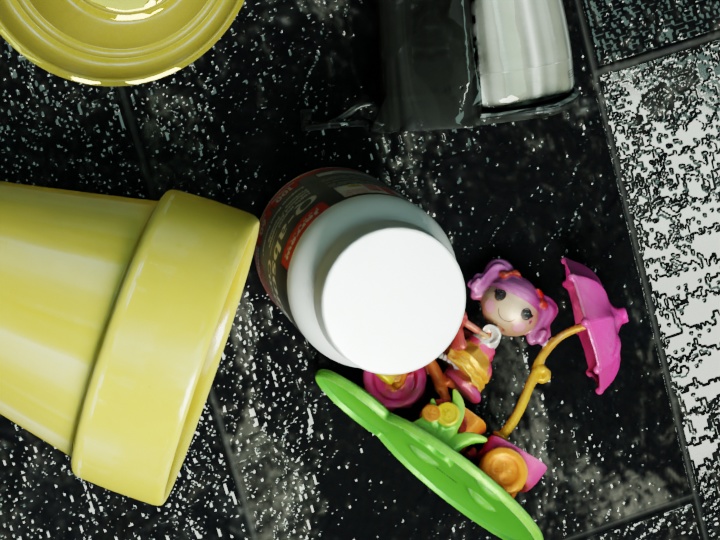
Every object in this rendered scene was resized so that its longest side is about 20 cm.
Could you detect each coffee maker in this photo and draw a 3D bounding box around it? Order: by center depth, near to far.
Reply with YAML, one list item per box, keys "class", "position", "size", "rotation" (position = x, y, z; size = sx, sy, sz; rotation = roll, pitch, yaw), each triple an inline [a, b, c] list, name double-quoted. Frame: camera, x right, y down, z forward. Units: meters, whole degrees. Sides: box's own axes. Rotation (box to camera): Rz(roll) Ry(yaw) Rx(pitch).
- class: "coffee maker"
  position: [0.047, -0.199, 1.383]
  size: [0.191, 0.135, 0.201]
  rotation: [-10, 102, -10]

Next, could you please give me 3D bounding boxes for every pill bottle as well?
- class: "pill bottle"
  position: [0.000, 0.000, 1.376]
  size: [0.115, 0.200, 0.117]
  rotation: [-2, 101, -13]

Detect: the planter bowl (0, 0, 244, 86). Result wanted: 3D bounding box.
- class: "planter bowl"
  position: [-0.159, -0.217, 1.358]
  size: [0.199, 0.083, 0.202]
  rotation: [-3, 102, -13]

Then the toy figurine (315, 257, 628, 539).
- class: "toy figurine"
  position: [0.099, 0.066, 1.470]
  size: [0.200, 0.150, 0.184]
  rotation: [36, 77, 7]

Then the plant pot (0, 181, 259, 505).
- class: "plant pot"
  position: [-0.185, 0.030, 1.353]
  size: [0.188, 0.201, 0.202]
  rotation: [19, 96, -1]
